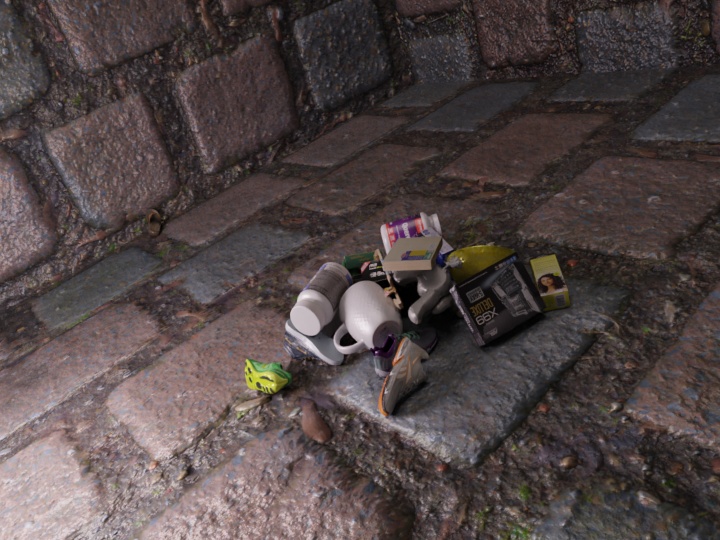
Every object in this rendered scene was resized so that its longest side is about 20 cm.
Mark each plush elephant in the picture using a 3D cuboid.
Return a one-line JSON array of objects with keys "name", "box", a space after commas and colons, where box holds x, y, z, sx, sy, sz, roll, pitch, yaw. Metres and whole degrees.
[{"name": "plush elephant", "box": [0.200, 0.060, 1.658, 0.197, 0.156, 0.166, -32, 50, -1]}]

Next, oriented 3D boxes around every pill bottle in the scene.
[{"name": "pill bottle", "box": [-0.107, 0.078, 1.728, 0.111, 0.117, 0.201, -2, 32, 30]}, {"name": "pill bottle", "box": [0.170, -0.123, 2.091, 0.194, 0.115, 0.113, -17, 26, 6]}]

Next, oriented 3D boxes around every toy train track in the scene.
[{"name": "toy train track", "box": [0.067, 0.024, 1.660, 0.032, 0.116, 0.203, -25, 48, 5]}]

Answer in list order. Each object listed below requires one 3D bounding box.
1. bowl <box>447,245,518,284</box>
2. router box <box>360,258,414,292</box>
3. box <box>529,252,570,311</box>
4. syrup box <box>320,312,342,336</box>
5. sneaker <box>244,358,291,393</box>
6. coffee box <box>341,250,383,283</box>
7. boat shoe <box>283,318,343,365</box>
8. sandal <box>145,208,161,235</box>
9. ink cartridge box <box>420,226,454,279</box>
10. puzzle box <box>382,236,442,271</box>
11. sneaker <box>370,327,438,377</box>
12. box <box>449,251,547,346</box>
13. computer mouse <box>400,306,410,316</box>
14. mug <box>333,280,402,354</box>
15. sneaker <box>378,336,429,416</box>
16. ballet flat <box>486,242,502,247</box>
[{"name": "bowl", "box": [0.332, 0.018, 1.691, 0.194, 0.199, 0.112, -7, 70, 24]}, {"name": "router box", "box": [0.097, 0.014, 1.812, 0.145, 0.064, 0.200, -11, -15, 15]}, {"name": "box", "box": [0.496, 0.027, 1.651, 0.073, 0.051, 0.202, -13, 26, 12]}, {"name": "syrup box", "box": [-0.092, 0.120, 1.850, 0.077, 0.084, 0.200, 5, 36, 35]}, {"name": "sneaker", "box": [-0.250, 0.284, 1.683, 0.082, 0.077, 0.197, -6, 11, -37]}, {"name": "coffee box", "box": [0.000, 0.000, 1.899, 0.119, 0.045, 0.201, -10, -17, -9]}, {"name": "boat shoe", "box": [-0.130, 0.217, 1.714, 0.198, 0.093, 0.070, 33, 37, 25]}, {"name": "sandal", "box": [-1.054, -0.256, 3.194, 0.079, 0.056, 0.203, 5, 38, -21]}, {"name": "ink cartridge box", "box": [0.243, -0.053, 1.929, 0.043, 0.096, 0.201, -20, 26, -5]}, {"name": "puzzle box", "box": [0.141, -0.046, 1.659, 0.128, 0.026, 0.200, -1, 20, 18]}, {"name": "sneaker", "box": [0.114, 0.183, 1.577, 0.197, 0.090, 0.074, -32, 29, -23]}, {"name": "box", "box": [0.341, 0.071, 1.560, 0.195, 0.161, 0.050, -25, -11, -14]}, {"name": "computer mouse", "box": [0.190, 0.091, 1.763, 0.193, 0.035, 0.059, -15, 27, 10]}, {"name": "mug", "box": [0.016, 0.146, 1.660, 0.197, 0.150, 0.175, -34, 32, -7]}, {"name": "sneaker", "box": [0.108, 0.255, 1.468, 0.090, 0.076, 0.203, 25, 57, 2]}, {"name": "ballet flat", "box": [0.399, -0.047, 1.839, 0.073, 0.076, 0.199, -28, 27, -18]}]
